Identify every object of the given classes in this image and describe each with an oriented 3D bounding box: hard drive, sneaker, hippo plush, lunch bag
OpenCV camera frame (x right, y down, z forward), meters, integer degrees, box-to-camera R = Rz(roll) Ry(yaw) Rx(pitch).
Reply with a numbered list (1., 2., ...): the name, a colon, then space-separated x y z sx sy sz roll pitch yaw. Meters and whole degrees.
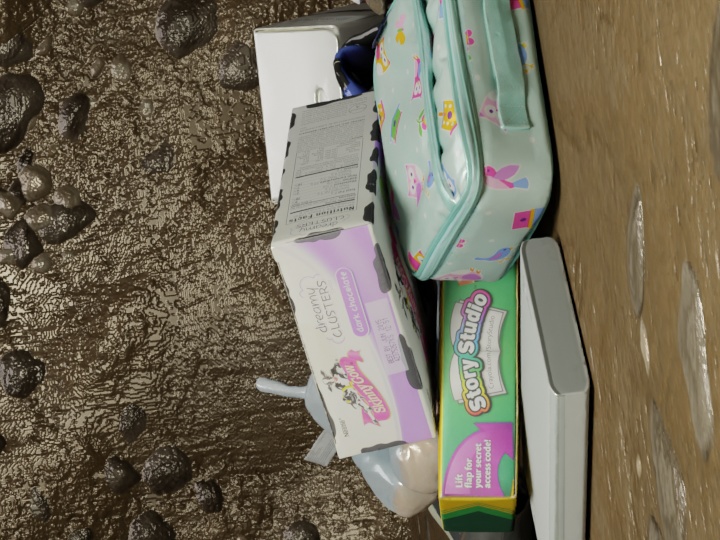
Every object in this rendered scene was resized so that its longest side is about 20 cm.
1. hard drive: 0.122 0.097 1.612 0.132 0.026 0.201 -98 3 -45
2. sneaker: 0.037 -0.142 1.979 0.200 0.114 0.081 88 176 -58
3. hippo plush: 0.051 0.084 1.941 0.160 0.160 0.200 55 154 4
4. sneaker: 0.098 0.163 1.956 0.201 0.074 0.107 -113 20 -51
5. lunch bag: 0.064 -0.106 1.630 0.161 0.076 0.201 116 149 -61

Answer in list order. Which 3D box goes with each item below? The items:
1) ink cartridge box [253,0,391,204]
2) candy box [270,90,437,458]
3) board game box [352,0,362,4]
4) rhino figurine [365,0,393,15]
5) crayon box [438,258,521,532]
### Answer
1. ink cartridge box: 0.003 -0.142 2.083 0.200 0.083 0.146 -23 -70 -58
2. candy box: 0.000 0.000 1.719 0.200 0.071 0.169 -86 -18 -61
3. board game box: 0.021 -0.315 1.958 0.135 0.034 0.200 -53 -17 -23
4. rhino figurine: 0.044 -0.285 1.907 0.060 0.087 0.201 31 145 27
5. crayon box: 0.083 0.070 1.755 0.173 0.058 0.202 82 -172 -77
